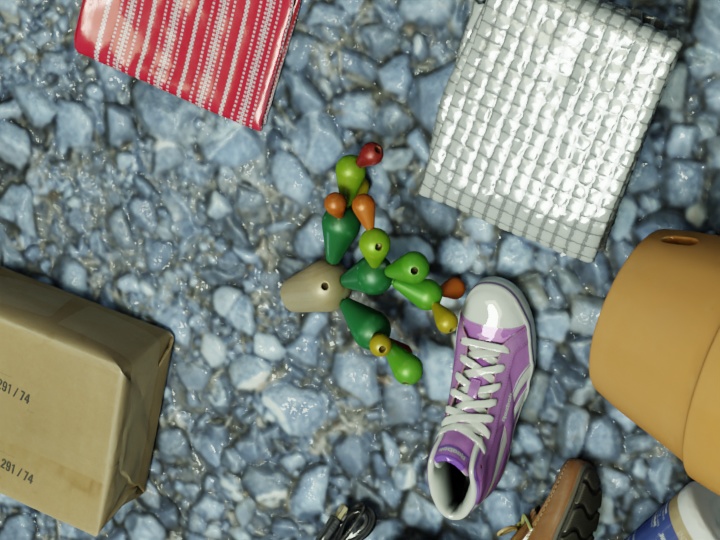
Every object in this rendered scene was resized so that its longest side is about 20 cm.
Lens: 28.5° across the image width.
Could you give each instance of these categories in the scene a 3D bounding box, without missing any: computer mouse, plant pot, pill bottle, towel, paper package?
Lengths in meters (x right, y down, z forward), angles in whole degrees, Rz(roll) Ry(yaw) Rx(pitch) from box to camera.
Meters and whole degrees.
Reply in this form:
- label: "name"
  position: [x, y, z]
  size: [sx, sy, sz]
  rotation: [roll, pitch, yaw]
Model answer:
- label: "computer mouse"
  position: [0.029, 0.286, 1.252]
  size: [0.199, 0.044, 0.110]
  rotation: [24, 70, 41]
- label: "plant pot"
  position: [0.266, 0.057, 1.083]
  size: [0.139, 0.199, 0.203]
  rotation: [24, 113, 29]
- label: "pill bottle"
  position: [0.247, 0.279, 1.187]
  size: [0.111, 0.111, 0.200]
  rotation: [43, 115, 4]
- label: "towel"
  position: [0.151, -0.128, 1.124]
  size: [0.164, 0.085, 0.202]
  rotation: [24, 114, 14]
- label: "towel"
  position: [-0.155, -0.224, 1.243]
  size: [0.198, 0.022, 0.146]
  rotation: [24, 113, 12]
- label: "paper package"
  position: [-0.297, 0.122, 1.351]
  size: [0.197, 0.103, 0.193]
  rotation: [19, 112, 14]

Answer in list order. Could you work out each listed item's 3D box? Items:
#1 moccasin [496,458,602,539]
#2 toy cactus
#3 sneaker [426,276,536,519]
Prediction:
- label: "moccasin"
  position: [0.145, 0.254, 1.226]
  size: [0.077, 0.073, 0.204]
  rotation: [27, 97, 39]
- label: "toy cactus"
  position: [0.000, 0.000, 1.224]
  size: [0.164, 0.102, 0.202]
  rotation: [-14, 102, 43]
- label: "sneaker"
  position: [0.100, 0.113, 1.194]
  size: [0.072, 0.114, 0.204]
  rotation: [9, 107, 19]
